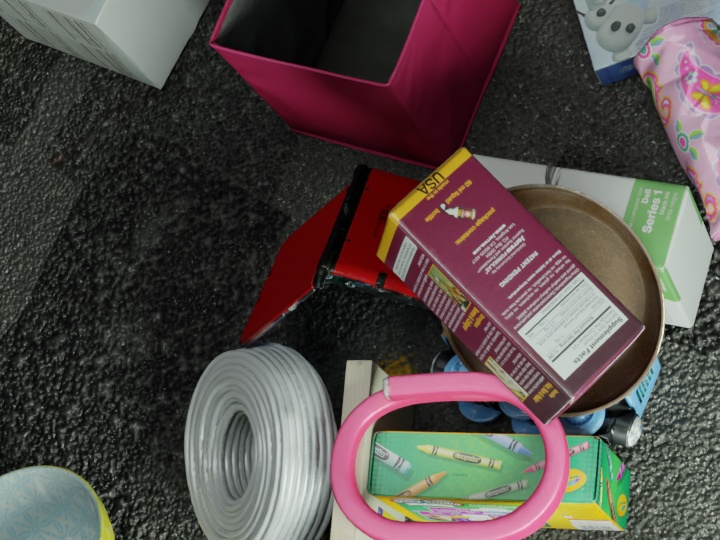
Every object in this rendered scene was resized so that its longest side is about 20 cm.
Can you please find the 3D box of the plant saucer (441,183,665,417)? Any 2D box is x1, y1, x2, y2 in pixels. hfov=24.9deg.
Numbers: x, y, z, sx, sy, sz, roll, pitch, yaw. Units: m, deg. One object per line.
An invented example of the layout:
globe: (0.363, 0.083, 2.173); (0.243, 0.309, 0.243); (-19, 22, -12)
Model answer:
plant saucer: (0.160, 0.022, 1.350); (0.200, 0.037, 0.201); (9, 110, 25)

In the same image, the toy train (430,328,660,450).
toy train: (0.163, 0.090, 1.438); (0.200, 0.087, 0.114); (18, 71, 26)

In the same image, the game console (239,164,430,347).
game console: (0.000, 0.000, 1.509); (0.172, 0.119, 0.200); (16, 33, 2)

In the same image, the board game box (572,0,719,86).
board game box: (0.295, -0.300, 1.552); (0.200, 0.043, 0.199); (-19, 66, 15)

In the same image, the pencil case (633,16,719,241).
pencil case: (0.313, -0.127, 1.442); (0.087, 0.087, 0.200); (-25, 74, 11)

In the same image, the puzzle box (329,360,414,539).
puzzle box: (0.010, 0.192, 1.430); (0.025, 0.133, 0.200); (-1, 70, 18)

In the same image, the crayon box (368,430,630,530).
crayon box: (0.120, 0.181, 1.398); (0.200, 0.119, 0.058); (-1, 70, 21)

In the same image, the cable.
cable: (-0.090, 0.164, 1.465); (0.200, 0.069, 0.200); (-36, 56, 53)

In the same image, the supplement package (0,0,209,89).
supplement package: (-0.285, -0.316, 1.730); (0.200, 0.151, 0.152); (23, 80, 27)

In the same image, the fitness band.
fitness band: (0.072, 0.155, 1.333); (0.200, 0.037, 0.144); (-4, 69, 16)

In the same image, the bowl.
bowl: (-0.304, 0.294, 1.520); (0.200, 0.108, 0.200); (-16, 45, 16)

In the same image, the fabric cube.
fabric cube: (0.011, -0.238, 1.556); (0.196, 0.199, 0.200); (16, 77, 27)

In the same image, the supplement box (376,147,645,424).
supplement box: (0.114, 0.015, 1.274); (0.086, 0.110, 0.200); (-42, 81, -14)

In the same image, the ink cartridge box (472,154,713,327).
ink cartridge box: (0.194, -0.026, 1.431); (0.200, 0.146, 0.084); (12, 73, 25)
